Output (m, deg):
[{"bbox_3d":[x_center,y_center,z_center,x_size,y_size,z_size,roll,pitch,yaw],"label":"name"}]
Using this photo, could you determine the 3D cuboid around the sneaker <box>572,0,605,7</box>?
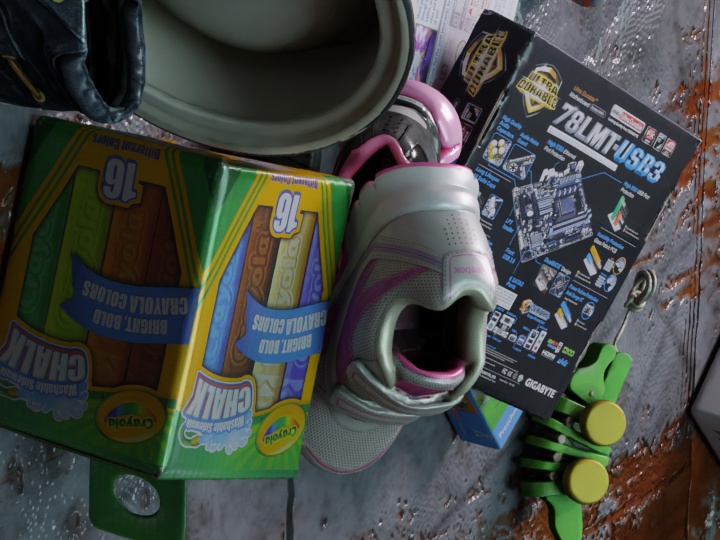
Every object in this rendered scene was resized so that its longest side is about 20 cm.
[{"bbox_3d":[0.159,-0.264,1.747,0.112,0.077,0.201,-35,143,-25],"label":"sneaker"}]

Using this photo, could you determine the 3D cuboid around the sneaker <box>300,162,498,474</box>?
[{"bbox_3d":[0.014,0.042,1.475,0.081,0.089,0.201,0,135,-22],"label":"sneaker"}]

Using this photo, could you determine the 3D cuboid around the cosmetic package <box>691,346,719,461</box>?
[{"bbox_3d":[0.376,0.079,2.151,0.201,0.167,0.166,-62,146,-19],"label":"cosmetic package"}]

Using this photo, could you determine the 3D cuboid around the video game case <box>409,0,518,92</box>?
[{"bbox_3d":[0.031,-0.179,1.627,0.181,0.045,0.201,11,93,-58],"label":"video game case"}]

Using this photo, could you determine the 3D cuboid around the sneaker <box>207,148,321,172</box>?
[{"bbox_3d":[-0.062,0.011,1.540,0.088,0.074,0.201,9,105,-59],"label":"sneaker"}]

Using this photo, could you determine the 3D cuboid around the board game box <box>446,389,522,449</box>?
[{"bbox_3d":[0.079,-0.007,1.778,0.152,0.036,0.200,-58,143,-24],"label":"board game box"}]

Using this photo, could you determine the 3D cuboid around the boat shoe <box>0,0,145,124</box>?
[{"bbox_3d":[-0.155,-0.157,1.305,0.071,0.090,0.201,-50,139,-35],"label":"boat shoe"}]

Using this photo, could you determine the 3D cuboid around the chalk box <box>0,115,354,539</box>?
[{"bbox_3d":[-0.101,0.037,1.435,0.124,0.124,0.201,8,94,-58],"label":"chalk box"}]

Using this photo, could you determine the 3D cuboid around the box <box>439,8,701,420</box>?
[{"bbox_3d":[0.093,-0.028,1.690,0.200,0.050,0.199,24,93,-52],"label":"box"}]

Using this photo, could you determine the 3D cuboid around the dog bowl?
[{"bbox_3d":[-0.059,-0.152,1.372,0.074,0.199,0.201,-65,149,-41],"label":"dog bowl"}]

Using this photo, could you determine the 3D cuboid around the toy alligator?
[{"bbox_3d":[0.143,0.088,1.905,0.054,0.059,0.201,17,87,-17],"label":"toy alligator"}]

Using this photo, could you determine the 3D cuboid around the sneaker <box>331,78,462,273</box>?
[{"bbox_3d":[0.000,0.000,1.548,0.095,0.078,0.201,-69,171,-70],"label":"sneaker"}]
